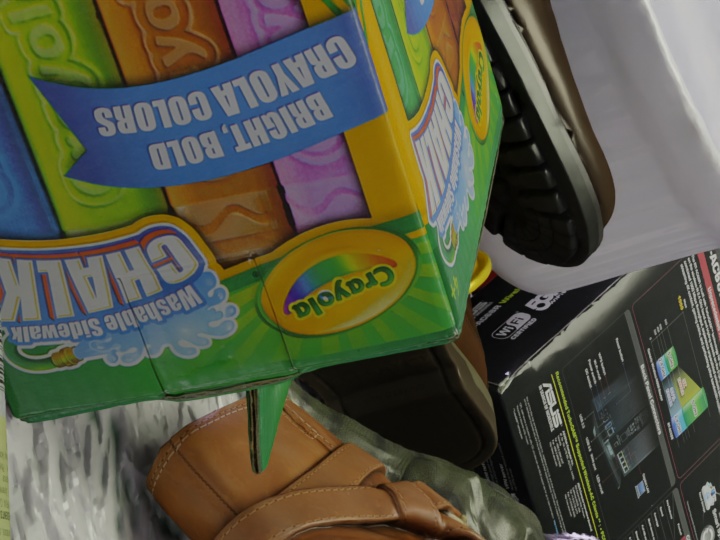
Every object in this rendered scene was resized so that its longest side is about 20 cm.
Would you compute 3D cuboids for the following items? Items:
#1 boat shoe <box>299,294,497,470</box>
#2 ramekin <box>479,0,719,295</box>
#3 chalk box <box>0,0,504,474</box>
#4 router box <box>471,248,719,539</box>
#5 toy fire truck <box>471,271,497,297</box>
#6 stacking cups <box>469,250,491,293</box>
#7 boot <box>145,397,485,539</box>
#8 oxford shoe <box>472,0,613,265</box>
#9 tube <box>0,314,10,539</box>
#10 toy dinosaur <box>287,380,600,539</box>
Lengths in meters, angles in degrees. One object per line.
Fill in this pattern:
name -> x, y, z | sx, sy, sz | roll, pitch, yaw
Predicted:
boat shoe -> 0.000, 0.000, 0.935 | 0.200, 0.071, 0.068 | 74, 7, -57
ramekin -> 0.072, -0.089, 0.968 | 0.201, 0.097, 0.201 | 56, 22, -36
chalk box -> -0.038, -0.047, 0.690 | 0.125, 0.123, 0.201 | -77, 152, -57
router box -> 0.103, 0.086, 1.129 | 0.150, 0.062, 0.201 | -38, 122, -37
toy fire truck -> 0.115, -0.033, 1.238 | 0.201, 0.140, 0.049 | -92, 163, -46
stacking cups -> -0.014, -0.085, 0.780 | 0.061, 0.060, 0.201 | -60, 137, -69
boot -> 0.022, 0.105, 0.812 | 0.155, 0.077, 0.200 | 39, 10, 18
oxford shoe -> 0.039, -0.100, 0.830 | 0.084, 0.073, 0.201 | -27, 98, -29
tube -> -0.093, 0.080, 0.543 | 0.058, 0.052, 0.201 | 0, 80, -33
toy dinosaur -> 0.015, 0.093, 0.904 | 0.200, 0.047, 0.088 | 36, 65, -27
